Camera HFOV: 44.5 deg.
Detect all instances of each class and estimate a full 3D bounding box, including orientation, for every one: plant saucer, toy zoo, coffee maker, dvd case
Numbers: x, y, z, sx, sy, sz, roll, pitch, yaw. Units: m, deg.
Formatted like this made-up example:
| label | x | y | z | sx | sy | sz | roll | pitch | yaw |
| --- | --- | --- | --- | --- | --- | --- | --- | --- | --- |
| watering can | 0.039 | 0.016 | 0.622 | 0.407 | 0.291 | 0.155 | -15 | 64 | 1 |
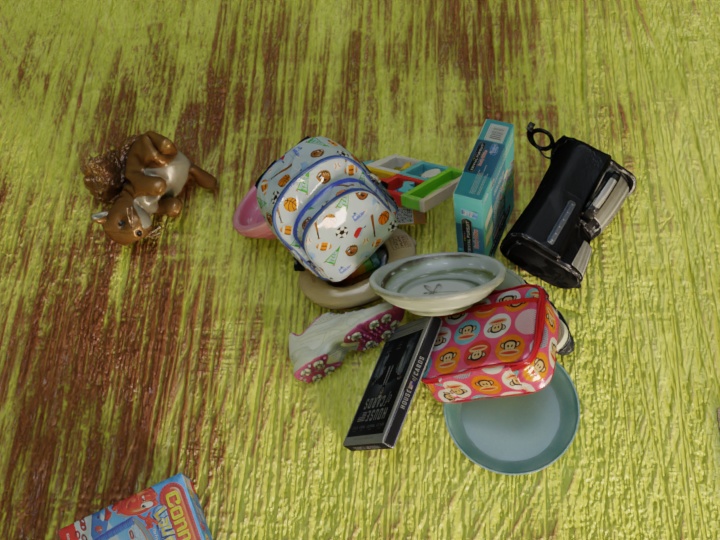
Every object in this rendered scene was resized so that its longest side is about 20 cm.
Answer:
| label | x | y | z | sx | sy | sz | roll | pitch | yaw |
| --- | --- | --- | --- | --- | --- | --- | --- | --- | --- |
| plant saucer | -0.120 | -0.121 | 1.450 | 0.200 | 0.051 | 0.201 | -31 | 28 | 19 |
| plant saucer | 0.223 | 0.207 | 1.305 | 0.199 | 0.036 | 0.201 | -3 | 64 | 6 |
| toy zoo | 0.067 | -0.149 | 1.444 | 0.199 | 0.021 | 0.131 | 19 | 38 | 38 |
| coffee maker | 0.305 | -0.097 | 1.392 | 0.191 | 0.135 | 0.200 | 27 | 71 | 25 |
| dvd case | 0.046 | 0.167 | 1.290 | 0.025 | 0.150 | 0.201 | 30 | 68 | -14 |
| plant saucer | 0.114 | 0.025 | 1.285 | 0.199 | 0.200 | 0.051 | -6 | 108 | 4 |

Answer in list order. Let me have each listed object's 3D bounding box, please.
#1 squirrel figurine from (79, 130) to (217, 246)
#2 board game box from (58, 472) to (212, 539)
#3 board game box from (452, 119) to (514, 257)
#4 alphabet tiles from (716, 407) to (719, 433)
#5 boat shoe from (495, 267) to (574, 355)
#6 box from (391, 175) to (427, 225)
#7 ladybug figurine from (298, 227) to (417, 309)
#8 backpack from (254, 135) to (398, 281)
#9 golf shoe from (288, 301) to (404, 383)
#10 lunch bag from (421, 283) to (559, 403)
| label | x | y | z | sx | sy | sz | roll | pitch | yaw |
| --- | --- | --- | --- | --- | --- | --- | --- | --- | --- |
| squirrel figurine | -0.386 | -0.137 | 1.511 | 0.199 | 0.142 | 0.187 | 26 | 80 | 33 |
| board game box | -0.306 | 0.424 | 1.255 | 0.195 | 0.056 | 0.201 | -25 | 64 | -5 |
| board game box | 0.192 | -0.107 | 1.357 | 0.047 | 0.200 | 0.151 | 16 | 60 | 19 |
| alphabet tiles | 0.599 | 0.261 | 1.248 | 0.165 | 0.006 | 0.201 | 0 | 65 | 7 |
| boat shoe | 0.260 | 0.064 | 1.350 | 0.075 | 0.066 | 0.199 | -56 | 41 | 6 |
| box | 0.010 | -0.112 | 1.451 | 0.199 | 0.042 | 0.119 | -2 | 29 | 4 |
| ladybug figurine | 0.000 | 0.000 | 1.408 | 0.199 | 0.072 | 0.136 | -21 | 56 | -3 |
| backpack | -0.053 | -0.092 | 1.291 | 0.200 | 0.190 | 0.154 | -47 | 38 | -1 |
| golf shoe | -0.028 | 0.090 | 1.362 | 0.199 | 0.075 | 0.092 | -30 | 53 | 4 |
| lunch bag | 0.188 | 0.097 | 1.277 | 0.199 | 0.082 | 0.177 | -14 | 41 | 33 |
